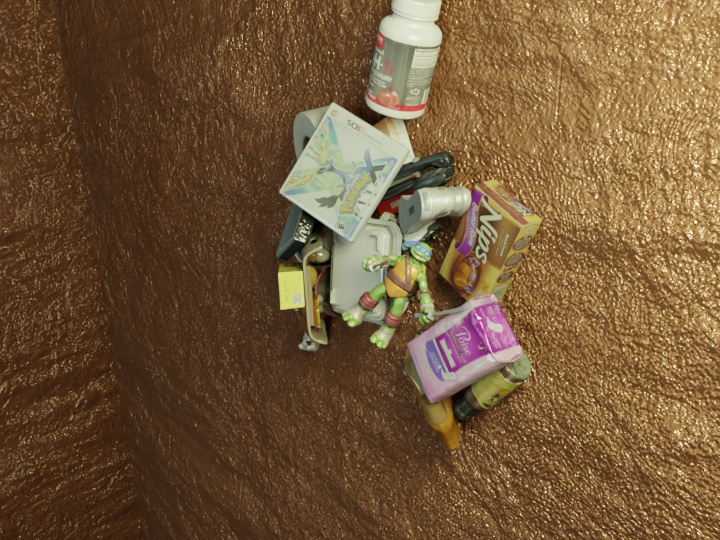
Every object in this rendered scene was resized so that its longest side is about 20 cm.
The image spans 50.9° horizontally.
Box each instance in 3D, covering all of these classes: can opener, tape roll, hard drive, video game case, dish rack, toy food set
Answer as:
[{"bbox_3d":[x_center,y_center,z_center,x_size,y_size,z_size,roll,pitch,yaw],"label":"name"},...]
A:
[{"bbox_3d":[0.087,-0.171,1.389,0.200,0.079,0.064,-10,98,40],"label":"can opener"},{"bbox_3d":[-0.069,-0.231,1.542,0.202,0.071,0.203,162,90,-72],"label":"tape roll"},{"bbox_3d":[-0.122,-0.104,1.540,0.200,0.033,0.140,151,136,-71],"label":"hard drive"},{"bbox_3d":[-0.032,-0.183,1.406,0.182,0.022,0.200,35,99,20],"label":"video game case"},{"bbox_3d":[0.000,0.000,1.458,0.171,0.043,0.201,10,100,44],"label":"dish rack"},{"bbox_3d":[-0.083,0.032,1.516,0.144,0.060,0.201,-111,17,-73],"label":"toy food set"}]

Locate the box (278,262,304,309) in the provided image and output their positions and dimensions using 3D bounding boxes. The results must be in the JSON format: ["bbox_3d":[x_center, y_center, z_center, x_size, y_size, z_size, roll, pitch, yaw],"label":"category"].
[{"bbox_3d":[-0.140,0.028,1.530,0.200,0.050,0.076,-143,49,-83],"label":"box"}]

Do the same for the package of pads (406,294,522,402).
[{"bbox_3d":[0.173,0.138,1.309,0.200,0.076,0.121,-40,67,45],"label":"package of pads"}]

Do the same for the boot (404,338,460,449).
[{"bbox_3d":[0.145,0.241,1.490,0.201,0.071,0.144,-97,-15,-50],"label":"boot"}]

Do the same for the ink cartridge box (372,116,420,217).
[{"bbox_3d":[0.048,-0.180,1.487,0.162,0.050,0.201,-22,82,55],"label":"ink cartridge box"}]

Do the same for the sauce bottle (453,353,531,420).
[{"bbox_3d":[0.232,0.212,1.370,0.065,0.065,0.200,59,144,21],"label":"sauce bottle"}]

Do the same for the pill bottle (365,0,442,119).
[{"bbox_3d":[0.079,-0.376,1.317,0.111,0.110,0.200,42,133,37],"label":"pill bottle"}]

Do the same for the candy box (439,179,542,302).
[{"bbox_3d":[0.219,-0.040,1.299,0.117,0.056,0.200,49,139,31],"label":"candy box"}]

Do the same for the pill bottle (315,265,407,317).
[{"bbox_3d":[0.003,0.045,1.576,0.200,0.114,0.114,2,104,53],"label":"pill bottle"}]

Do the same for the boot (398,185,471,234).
[{"bbox_3d":[0.129,-0.106,1.324,0.200,0.095,0.074,174,90,-80],"label":"boot"}]

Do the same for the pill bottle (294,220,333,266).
[{"bbox_3d":[-0.055,-0.069,1.613,0.200,0.111,0.111,-8,96,54],"label":"pill bottle"}]

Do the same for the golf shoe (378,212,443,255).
[{"bbox_3d":[0.074,-0.073,1.455,0.200,0.078,0.095,-24,94,52],"label":"golf shoe"}]

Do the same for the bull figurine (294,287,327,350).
[{"bbox_3d":[-0.118,0.099,1.802,0.121,0.065,0.200,47,136,29],"label":"bull figurine"}]

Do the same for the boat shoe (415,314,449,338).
[{"bbox_3d":[0.177,0.108,1.404,0.200,0.070,0.067,-5,91,54],"label":"boat shoe"}]

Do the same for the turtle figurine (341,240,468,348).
[{"bbox_3d":[0.054,0.046,1.317,0.194,0.144,0.200,-55,30,25],"label":"turtle figurine"}]
